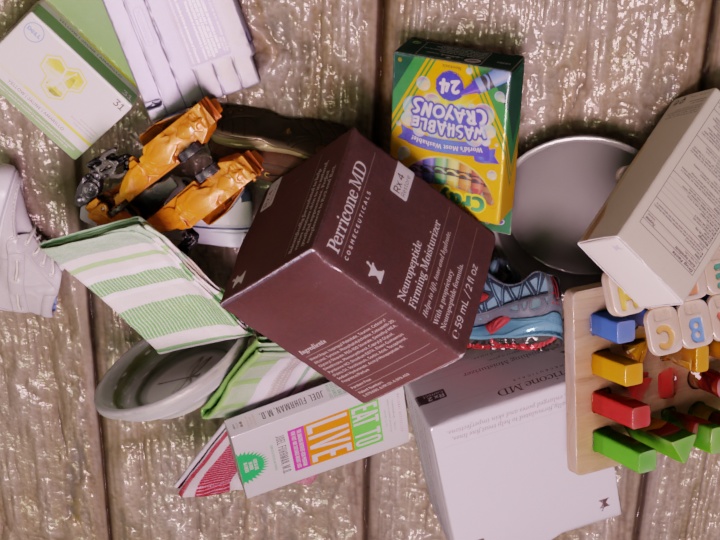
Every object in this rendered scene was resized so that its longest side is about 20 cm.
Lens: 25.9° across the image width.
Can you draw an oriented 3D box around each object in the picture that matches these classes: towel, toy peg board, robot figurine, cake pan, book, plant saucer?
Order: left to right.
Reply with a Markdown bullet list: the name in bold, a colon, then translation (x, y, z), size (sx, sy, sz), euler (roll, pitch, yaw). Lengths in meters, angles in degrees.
- **towel**: translation (-0.223, 0.020, 1.664), size (0.152, 0.023, 0.200), euler (-13, 138, 35)
- **robot figurine**: translation (-0.203, -0.085, 1.641), size (0.200, 0.058, 0.145), euler (-34, 98, 25)
- **plant saucer**: translation (-0.200, 0.115, 1.750), size (0.200, 0.200, 0.050), euler (-19, 114, 20)
- **towel**: translation (-0.103, 0.212, 1.823), size (0.200, 0.023, 0.144), euler (0, 141, -40)
- **towel**: translation (-0.060, 0.119, 1.723), size (0.200, 0.031, 0.149), euler (-3, 143, -37)
- **book**: translation (-0.048, 0.175, 1.759), size (0.200, 0.048, 0.134), euler (-20, 145, -9)
- **cake pan**: translation (0.237, -0.061, 1.662), size (0.200, 0.037, 0.201), euler (4, 122, 7)
- **toy peg board**: translation (0.322, 0.109, 1.631), size (0.200, 0.098, 0.200), euler (-10, 106, -28)

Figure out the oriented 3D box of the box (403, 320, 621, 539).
- **box**: translation (0.168, 0.190, 1.741), size (0.199, 0.131, 0.200), euler (-16, 120, -6)

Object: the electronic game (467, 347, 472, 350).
- **electronic game**: translation (0.061, 0.060, 1.767), size (0.199, 0.042, 0.200), euler (4, 123, 7)

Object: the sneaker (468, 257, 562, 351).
- **sneaker**: translation (0.139, 0.035, 1.666), size (0.200, 0.096, 0.079), euler (1, 168, 43)

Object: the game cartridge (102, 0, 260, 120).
- **game cartridge**: translation (-0.189, -0.263, 1.592), size (0.129, 0.038, 0.200), euler (-21, 118, -4)

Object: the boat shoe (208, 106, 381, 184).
- **boat shoe**: translation (-0.066, -0.118, 1.664), size (0.200, 0.072, 0.068), euler (14, 129, 9)

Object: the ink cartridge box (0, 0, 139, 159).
- **ink cartridge box**: translation (-0.286, -0.229, 1.643), size (0.200, 0.048, 0.146), euler (-37, 110, 29)

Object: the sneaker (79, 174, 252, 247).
- **sneaker**: translation (-0.210, -0.071, 1.726), size (0.199, 0.073, 0.071), euler (7, 94, 9)

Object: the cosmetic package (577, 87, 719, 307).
- **cosmetic package**: translation (0.314, -0.071, 1.549), size (0.105, 0.200, 0.071), euler (44, 158, -16)

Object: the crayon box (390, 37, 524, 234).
- **crayon box**: translation (0.096, -0.128, 1.611), size (0.125, 0.052, 0.200), euler (12, 120, 20)

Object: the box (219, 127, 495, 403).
- **box**: translation (0.000, 0.000, 1.589), size (0.200, 0.166, 0.164), euler (35, 141, -23)

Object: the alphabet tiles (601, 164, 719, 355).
- **alphabet tiles**: translation (0.328, -0.018, 1.599), size (0.200, 0.015, 0.196), euler (-11, 91, -26)

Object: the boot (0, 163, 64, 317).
- **boot**: translation (-0.374, -0.031, 1.776), size (0.095, 0.074, 0.200), euler (12, 132, -5)
